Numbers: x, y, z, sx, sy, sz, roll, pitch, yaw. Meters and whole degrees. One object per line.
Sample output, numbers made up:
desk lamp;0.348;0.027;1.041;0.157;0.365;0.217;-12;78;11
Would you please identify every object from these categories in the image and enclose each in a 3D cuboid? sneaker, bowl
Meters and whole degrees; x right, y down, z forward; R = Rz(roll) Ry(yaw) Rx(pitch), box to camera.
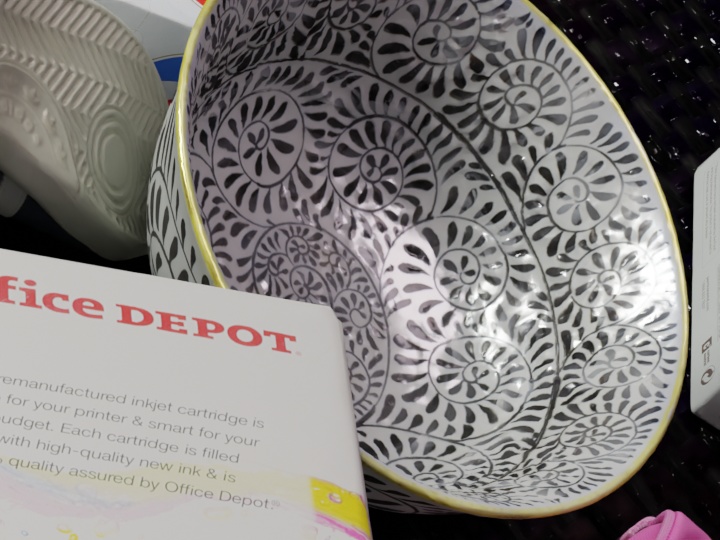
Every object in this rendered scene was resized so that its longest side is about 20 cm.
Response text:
sneaker;-0.131;-0.053;0.922;0.200;0.084;0.075;35;52;-56
bowl;0.000;0.000;0.960;0.200;0.094;0.202;21;54;-32

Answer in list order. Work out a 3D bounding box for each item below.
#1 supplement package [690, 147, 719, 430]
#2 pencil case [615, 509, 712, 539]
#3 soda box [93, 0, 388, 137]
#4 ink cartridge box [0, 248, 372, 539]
supplement package;0.246;-0.016;1.154;0.150;0.200;0.152;31;37;-19
pencil case;0.152;0.142;0.912;0.199;0.091;0.094;26;60;-1
soda box;-0.090;-0.090;1.002;0.199;0.064;0.068;19;42;-32
ink cartridge box;-0.074;0.092;0.736;0.128;0.126;0.201;11;38;-16
